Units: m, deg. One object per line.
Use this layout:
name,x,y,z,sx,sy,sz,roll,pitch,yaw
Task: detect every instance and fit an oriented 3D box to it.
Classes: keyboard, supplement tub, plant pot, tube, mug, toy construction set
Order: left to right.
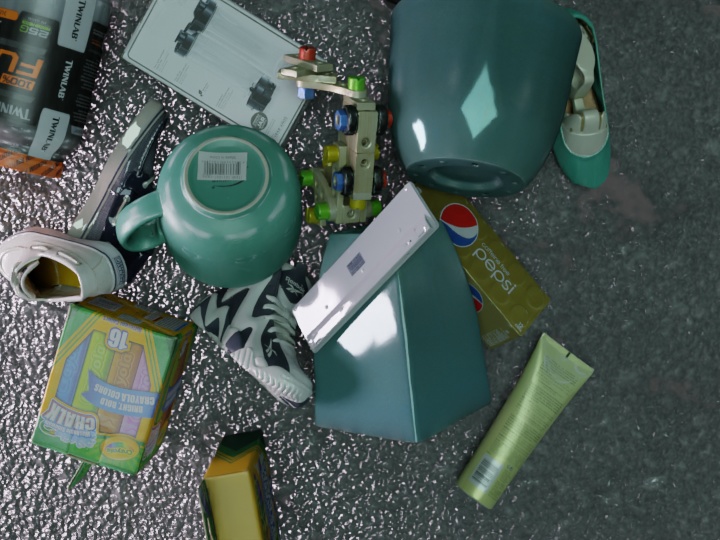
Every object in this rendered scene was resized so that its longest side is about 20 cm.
supplement tub,-0.346,-0.208,1.024,0.121,0.123,0.203,14,94,-1
mug,-0.146,-0.063,0.992,0.152,0.115,0.185,41,71,12
toy construction set,-0.023,-0.134,1.000,0.091,0.131,0.203,-18,118,-14
keyboard,0.000,0.000,0.946,0.200,0.011,0.057,-46,55,29
plant pot,0.035,0.054,1.004,0.140,0.140,0.203,1,102,40
plant pot,0.117,-0.169,0.973,0.197,0.201,0.164,9,78,-1
tube,0.185,0.176,1.099,0.052,0.058,0.201,33,90,39

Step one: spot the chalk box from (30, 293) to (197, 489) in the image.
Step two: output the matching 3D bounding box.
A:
chalk box,-0.272,0.142,1.052,0.122,0.124,0.203,17,95,-1

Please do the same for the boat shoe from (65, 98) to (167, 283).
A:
boat shoe,-0.245,-0.083,1.066,0.092,0.075,0.201,31,101,-9

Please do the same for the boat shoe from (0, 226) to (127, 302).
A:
boat shoe,-0.338,0.001,1.021,0.198,0.070,0.072,9,114,35

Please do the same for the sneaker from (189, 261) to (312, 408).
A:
sneaker,-0.088,0.052,1.033,0.130,0.198,0.080,-49,128,-8

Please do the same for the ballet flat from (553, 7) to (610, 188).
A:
ballet flat,0.239,-0.189,1.056,0.066,0.070,0.203,-11,95,0

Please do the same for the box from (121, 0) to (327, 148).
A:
box,-0.146,-0.229,1.055,0.198,0.060,0.118,30,94,-3

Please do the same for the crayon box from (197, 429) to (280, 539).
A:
crayon box,-0.125,0.259,1.023,0.051,0.200,0.128,-9,95,0

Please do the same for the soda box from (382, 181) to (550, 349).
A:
soda box,0.116,-0.014,1.060,0.201,0.064,0.068,50,58,-4

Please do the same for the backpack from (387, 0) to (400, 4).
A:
backpack,0.102,-0.385,1.007,0.174,0.151,0.204,5,90,0
